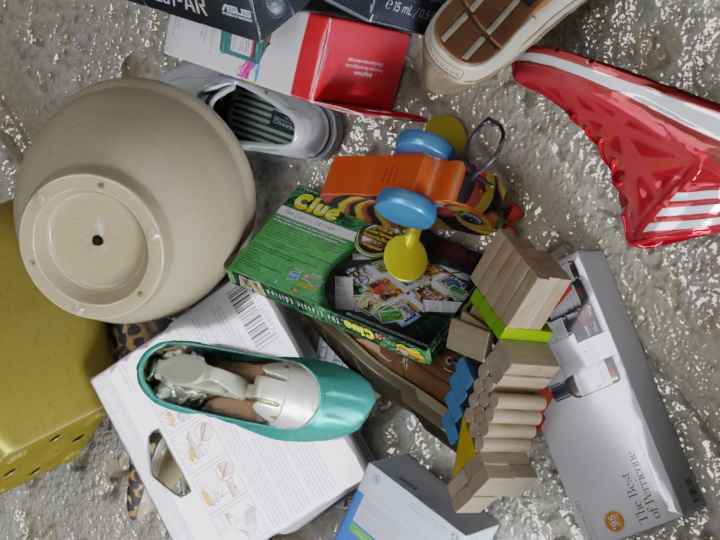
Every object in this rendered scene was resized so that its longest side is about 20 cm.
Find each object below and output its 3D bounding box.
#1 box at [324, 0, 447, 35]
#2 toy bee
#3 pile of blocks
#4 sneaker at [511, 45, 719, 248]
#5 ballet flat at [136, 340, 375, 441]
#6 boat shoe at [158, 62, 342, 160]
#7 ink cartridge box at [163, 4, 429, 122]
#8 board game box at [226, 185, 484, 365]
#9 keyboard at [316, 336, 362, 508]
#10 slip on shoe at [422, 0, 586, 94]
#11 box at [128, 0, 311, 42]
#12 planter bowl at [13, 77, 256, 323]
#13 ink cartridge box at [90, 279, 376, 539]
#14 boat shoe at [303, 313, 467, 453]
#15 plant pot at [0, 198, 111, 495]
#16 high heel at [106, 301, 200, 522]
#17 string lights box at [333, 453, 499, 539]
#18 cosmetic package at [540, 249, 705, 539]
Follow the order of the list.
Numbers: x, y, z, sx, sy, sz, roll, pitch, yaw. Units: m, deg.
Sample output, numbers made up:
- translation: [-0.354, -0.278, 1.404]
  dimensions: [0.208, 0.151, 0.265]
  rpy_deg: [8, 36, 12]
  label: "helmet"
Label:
- translation: [0.050, -0.278, 1.039]
  dimensions: [0.117, 0.196, 0.202]
  rpy_deg: [30, 107, 28]
  label: "box"
- translation: [0.063, -0.049, 1.099]
  dimensions: [0.132, 0.108, 0.200]
  rpy_deg: [-58, 33, 0]
  label: "toy bee"
- translation: [0.106, 0.074, 1.039]
  dimensions: [0.082, 0.062, 0.202]
  rpy_deg: [25, 105, 54]
  label: "pile of blocks"
- translation: [0.180, -0.083, 1.031]
  dimensions: [0.199, 0.078, 0.117]
  rpy_deg: [26, 104, 32]
  label: "sneaker"
- translation: [-0.089, 0.095, 1.144]
  dimensions: [0.198, 0.070, 0.068]
  rpy_deg: [7, 83, 16]
  label: "ballet flat"
- translation: [-0.109, -0.140, 1.227]
  dimensions: [0.198, 0.067, 0.075]
  rpy_deg: [12, 98, 33]
  label: "boat shoe"
- translation: [-0.044, -0.176, 1.153]
  dimensions: [0.199, 0.116, 0.068]
  rpy_deg: [22, 104, 31]
  label: "ink cartridge box"
- translation: [0.000, 0.000, 1.146]
  dimensions: [0.199, 0.024, 0.105]
  rpy_deg: [22, 60, 32]
  label: "board game box"
- translation: [-0.016, 0.094, 1.204]
  dimensions: [0.056, 0.011, 0.202]
  rpy_deg: [19, 102, 32]
  label: "keyboard"
- translation: [0.116, -0.195, 1.033]
  dimensions: [0.076, 0.200, 0.061]
  rpy_deg: [40, 156, 6]
  label: "slip on shoe"
- translation: [-0.080, -0.264, 1.136]
  dimensions: [0.159, 0.200, 0.044]
  rpy_deg: [22, 140, 31]
  label: "box"
- translation: [-0.196, -0.041, 1.163]
  dimensions: [0.198, 0.135, 0.203]
  rpy_deg: [4, 111, 10]
  label: "planter bowl"
- translation: [-0.105, 0.129, 1.204]
  dimensions: [0.175, 0.045, 0.201]
  rpy_deg: [-33, 76, 11]
  label: "ink cartridge box"
- translation: [0.038, 0.067, 1.140]
  dimensions: [0.199, 0.072, 0.068]
  rpy_deg: [38, 79, 29]
  label: "boat shoe"
- translation: [-0.329, 0.085, 1.284]
  dimensions: [0.201, 0.193, 0.196]
  rpy_deg: [56, 141, 12]
  label: "plant pot"
- translation: [-0.203, 0.108, 1.287]
  dimensions: [0.141, 0.071, 0.202]
  rpy_deg: [18, 85, 25]
  label: "high heel"
- translation: [0.018, 0.261, 1.156]
  dimensions: [0.102, 0.059, 0.202]
  rpy_deg: [34, 109, 28]
  label: "string lights box"
- translation: [0.170, 0.094, 1.056]
  dimensions: [0.082, 0.050, 0.202]
  rpy_deg: [-28, 76, 32]
  label: "cosmetic package"
